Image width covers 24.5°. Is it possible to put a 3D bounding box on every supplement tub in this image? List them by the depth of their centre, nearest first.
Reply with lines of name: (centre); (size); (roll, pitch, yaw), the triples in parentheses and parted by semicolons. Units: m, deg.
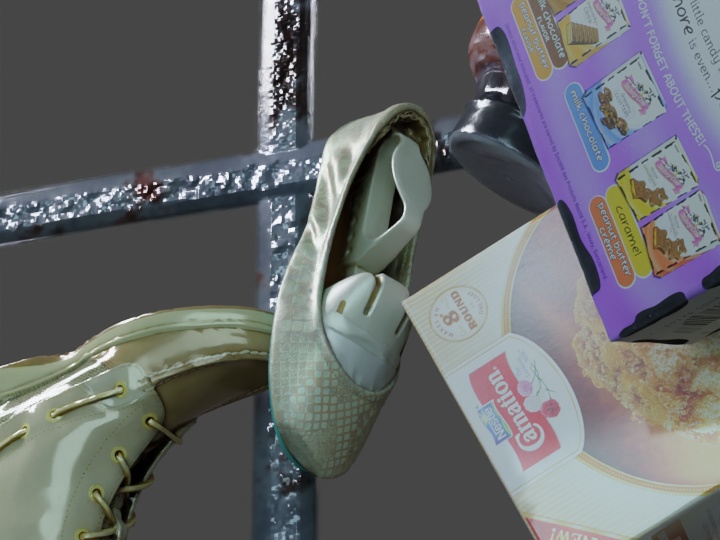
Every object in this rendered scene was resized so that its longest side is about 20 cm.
supplement tub: (0.121, -0.127, 0.803); (0.106, 0.107, 0.201); (26, 76, 28)

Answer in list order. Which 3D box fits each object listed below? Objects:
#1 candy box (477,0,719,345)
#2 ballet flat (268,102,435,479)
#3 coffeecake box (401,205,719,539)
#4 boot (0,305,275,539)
candy box: (0.160, -0.089, 0.640); (0.199, 0.071, 0.169); (-33, 66, 36)
ballet flat: (0.000, 0.000, 0.790); (0.062, 0.067, 0.202); (-29, 43, 41)
coffeecake box: (0.142, 0.033, 0.736); (0.199, 0.073, 0.154); (-32, 59, 3)
boot: (-0.115, 0.109, 0.791); (0.198, 0.073, 0.157); (-17, 60, 13)
